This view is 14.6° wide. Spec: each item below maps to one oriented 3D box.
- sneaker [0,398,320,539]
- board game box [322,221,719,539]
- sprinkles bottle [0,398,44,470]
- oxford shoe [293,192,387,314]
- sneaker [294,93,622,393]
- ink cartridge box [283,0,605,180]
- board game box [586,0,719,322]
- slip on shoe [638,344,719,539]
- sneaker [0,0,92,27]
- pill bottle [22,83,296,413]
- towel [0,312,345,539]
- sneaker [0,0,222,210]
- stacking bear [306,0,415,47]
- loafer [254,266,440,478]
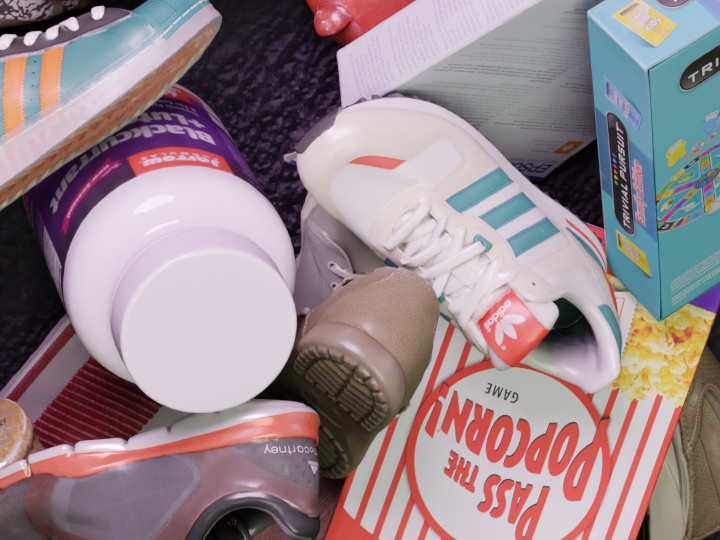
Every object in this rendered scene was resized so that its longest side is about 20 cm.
[{"bbox_3d":[-0.107,0.122,1.332,0.200,0.082,0.077,-20,162,24],"label":"sneaker"},{"bbox_3d":[0.084,0.071,1.442,0.151,0.046,0.200,19,89,0],"label":"board game box"},{"bbox_3d":[-0.164,0.158,1.464,0.068,0.068,0.200,-27,127,-4],"label":"sprinkles bottle"},{"bbox_3d":[0.000,0.000,1.417,0.075,0.058,0.200,-1,143,-24],"label":"oxford shoe"},{"bbox_3d":[0.055,-0.008,1.329,0.070,0.093,0.200,-42,128,20],"label":"sneaker"},{"bbox_3d":[0.090,-0.106,1.377,0.199,0.041,0.200,1,156,-47],"label":"ink cartridge box"},{"bbox_3d":[0.185,-0.084,1.342,0.151,0.047,0.200,-32,146,-15],"label":"board game box"},{"bbox_3d":[0.174,0.064,1.533,0.060,0.076,0.200,-11,117,-5],"label":"slip on shoe"},{"bbox_3d":[-0.104,-0.161,1.343,0.200,0.089,0.077,-20,116,-4],"label":"sneaker"},{"bbox_3d":[-0.094,-0.011,1.350,0.111,0.200,0.112,-7,115,-14],"label":"pill bottle"},{"bbox_3d":[-0.103,0.103,1.486,0.200,0.023,0.144,29,118,-25],"label":"towel"},{"bbox_3d":[-0.162,-0.084,1.309,0.200,0.071,0.080,-34,85,-2],"label":"sneaker"},{"bbox_3d":[0.061,-0.177,1.380,0.200,0.122,0.114,-33,121,8],"label":"stacking bear"},{"bbox_3d":[-0.004,0.048,1.355,0.076,0.200,0.067,46,71,-5],"label":"loafer"}]
